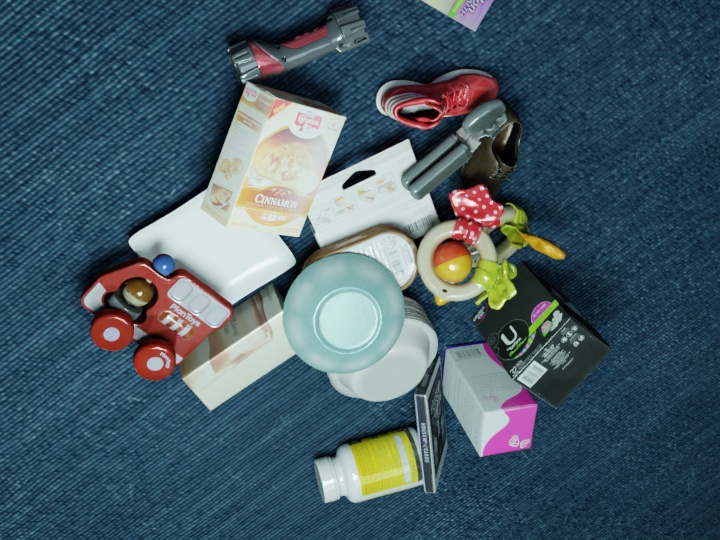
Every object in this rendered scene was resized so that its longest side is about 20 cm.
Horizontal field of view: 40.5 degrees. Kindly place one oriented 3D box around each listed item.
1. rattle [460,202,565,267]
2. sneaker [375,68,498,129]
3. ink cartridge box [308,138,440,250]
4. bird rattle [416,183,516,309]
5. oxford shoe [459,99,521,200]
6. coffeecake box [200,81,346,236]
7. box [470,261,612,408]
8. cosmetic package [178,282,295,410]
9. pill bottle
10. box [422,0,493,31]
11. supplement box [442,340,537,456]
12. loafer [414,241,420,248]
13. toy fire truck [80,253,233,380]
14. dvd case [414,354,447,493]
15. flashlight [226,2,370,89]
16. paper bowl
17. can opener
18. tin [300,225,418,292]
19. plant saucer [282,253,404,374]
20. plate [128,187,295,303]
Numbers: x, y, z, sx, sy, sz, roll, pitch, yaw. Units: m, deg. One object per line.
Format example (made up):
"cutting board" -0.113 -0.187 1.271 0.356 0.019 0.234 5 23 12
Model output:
"rattle" 0.223 -0.007 1.651 0.200 0.143 0.130 -34 160 -7
"sneaker" 0.133 -0.251 1.497 0.199 0.116 0.079 -13 122 -11
"ink cartridge box" 0.012 -0.106 1.584 0.199 0.045 0.177 -25 123 -3
"bird rattle" 0.168 -0.029 1.556 0.162 0.113 0.201 -21 96 -4
"oxford shoe" 0.213 -0.169 1.590 0.072 0.085 0.201 -4 124 -21
"coffeecake box" -0.128 -0.160 1.440 0.153 0.073 0.201 5 113 -50
"box" 0.312 0.110 1.714 0.124 0.200 0.149 34 105 -30
"cosmetic package" -0.197 0.125 1.613 0.200 0.103 0.087 -34 121 1
"pill bottle" 0.019 0.368 1.818 0.199 0.111 0.112 -13 122 -12
"box" 0.116 -0.471 1.378 0.199 0.097 0.176 22 110 -27
"supplement box" 0.227 0.226 1.752 0.101 0.200 0.104 -6 120 -14
"loafer" 0.031 0.010 1.640 0.200 0.070 0.068 -20 124 -7
"toy fire truck" -0.319 0.057 1.516 0.168 0.112 0.200 -44 116 12
"dvd case" 0.130 0.276 1.768 0.025 0.150 0.201 0 113 15
"flashlight" -0.092 -0.329 1.413 0.199 0.068 0.068 -26 134 -8
"paper bowl" 0.037 0.145 1.676 0.200 0.105 0.201 -12 135 -12
"can opener" 0.144 -0.195 1.526 0.200 0.053 0.066 -43 137 5
"tin" 0.000 0.000 1.576 0.199 0.042 0.112 -23 102 -5
"plant saucer" -0.023 0.075 1.549 0.200 0.039 0.202 -2 104 -10
"plate" -0.233 -0.035 1.550 0.199 0.032 0.200 -32 124 2
